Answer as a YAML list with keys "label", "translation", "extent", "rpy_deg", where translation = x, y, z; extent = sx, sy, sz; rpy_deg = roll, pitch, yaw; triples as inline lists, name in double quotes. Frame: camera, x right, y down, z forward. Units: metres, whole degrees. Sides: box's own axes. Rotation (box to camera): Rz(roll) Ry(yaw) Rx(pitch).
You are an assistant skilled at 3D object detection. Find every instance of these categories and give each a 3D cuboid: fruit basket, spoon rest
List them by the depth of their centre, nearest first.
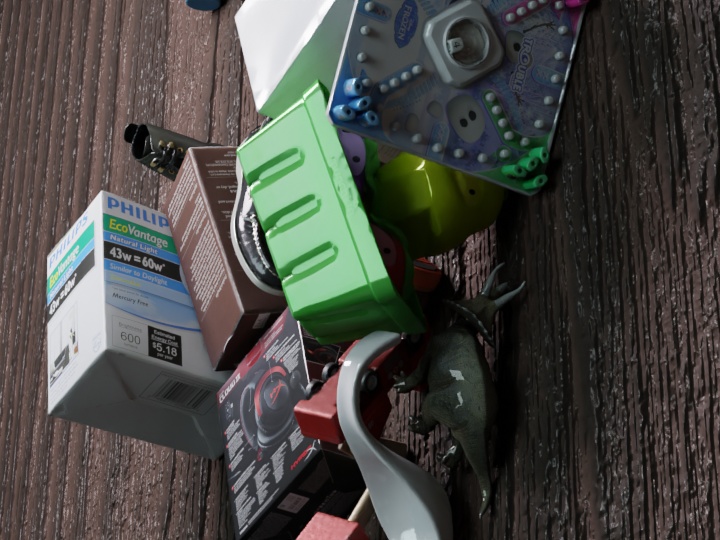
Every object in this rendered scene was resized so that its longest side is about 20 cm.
- label: "spoon rest"
  translation: [0.024, 0.153, 1.567]
  extent: [0.099, 0.060, 0.202]
  rpy_deg: [3, 110, 62]
- label: "fruit basket"
  translation: [0.023, -0.054, 1.607]
  extent: [0.213, 0.156, 0.218]
  rpy_deg: [-4, 72, 13]

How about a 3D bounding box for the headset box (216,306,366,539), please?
- label: "headset box"
  translation: [-0.059, 0.137, 1.778]
  extent: [0.149, 0.075, 0.201]
  rpy_deg: [-50, 35, 32]

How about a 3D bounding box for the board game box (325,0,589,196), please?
- label: "board game box"
  translation: [0.088, -0.186, 1.582]
  extent: [0.026, 0.198, 0.202]
  rpy_deg: [-5, 69, 67]

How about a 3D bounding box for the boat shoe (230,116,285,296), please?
- label: "boat shoe"
  translation: [-0.077, -0.066, 1.837]
  extent: [0.060, 0.073, 0.201]
  rpy_deg: [-49, 31, 39]

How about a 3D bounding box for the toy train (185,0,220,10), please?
- label: "toy train"
  translation: [-0.243, -0.383, 2.274]
  extent: [0.084, 0.199, 0.117]
  rpy_deg: [-28, 55, 50]

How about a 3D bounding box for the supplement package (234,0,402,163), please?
- label: "supplement package"
  translation: [0.027, -0.218, 1.710]
  extent: [0.192, 0.199, 0.148]
  rpy_deg: [-52, 35, 29]

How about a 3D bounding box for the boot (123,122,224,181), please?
- label: "boot"
  translation: [-0.159, -0.096, 2.022]
  extent: [0.200, 0.137, 0.078]
  rpy_deg: [27, 96, 60]

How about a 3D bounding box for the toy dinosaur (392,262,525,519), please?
- label: "toy dinosaur"
  translation: [0.078, 0.097, 1.567]
  extent: [0.102, 0.076, 0.202]
  rpy_deg: [125, 154, -51]

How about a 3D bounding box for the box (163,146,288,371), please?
- label: "box"
  translation: [-0.124, -0.013, 1.888]
  extent: [0.100, 0.074, 0.201]
  rpy_deg: [-59, 41, 48]

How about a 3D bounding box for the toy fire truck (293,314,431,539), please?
- label: "toy fire truck"
  translation: [0.005, 0.142, 1.640]
  extent: [0.048, 0.142, 0.200]
  rpy_deg: [9, 41, 38]

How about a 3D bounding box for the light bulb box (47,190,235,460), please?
- label: "light bulb box"
  translation: [-0.203, 0.057, 1.946]
  extent: [0.125, 0.197, 0.201]
  rpy_deg: [-44, 40, 38]

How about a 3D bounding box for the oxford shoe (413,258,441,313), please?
- label: "oxford shoe"
  translation: [0.000, 0.000, 1.766]
  extent: [0.200, 0.071, 0.073]
  rpy_deg: [37, 111, 59]
